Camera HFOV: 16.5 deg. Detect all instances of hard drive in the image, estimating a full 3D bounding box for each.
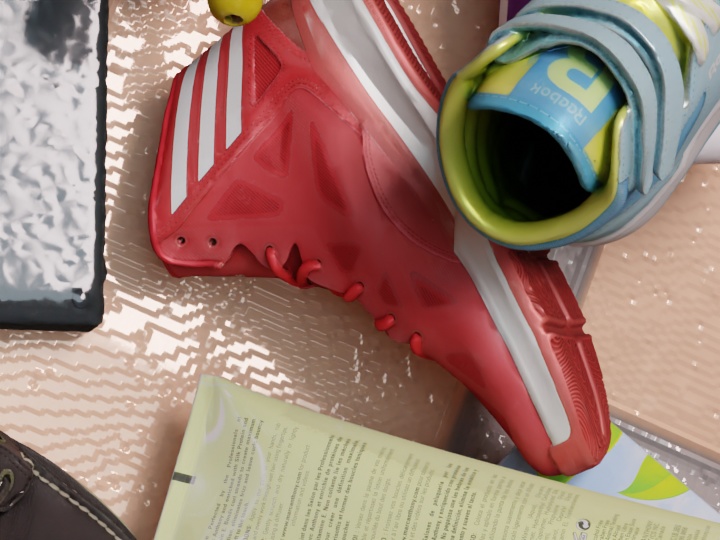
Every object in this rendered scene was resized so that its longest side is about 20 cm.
[{"bbox_3d":[-0.186,-0.052,0.850,0.198,0.033,0.141,2,82,-16],"label":"hard drive"}]

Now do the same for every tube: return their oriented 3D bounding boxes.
[{"bbox_3d":[0.029,0.090,0.829,0.198,0.058,0.052,11,122,13],"label":"tube"}]

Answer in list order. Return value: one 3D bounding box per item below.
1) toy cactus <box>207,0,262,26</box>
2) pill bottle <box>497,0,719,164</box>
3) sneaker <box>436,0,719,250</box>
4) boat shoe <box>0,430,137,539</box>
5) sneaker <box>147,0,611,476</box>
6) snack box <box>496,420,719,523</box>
[{"bbox_3d":[-0.042,-0.186,0.843,0.200,0.102,0.166,-42,108,-26],"label":"toy cactus"},{"bbox_3d":[0.108,-0.143,0.881,0.112,0.112,0.202,0,103,-16],"label":"pill bottle"},{"bbox_3d":[0.095,-0.085,0.766,0.079,0.130,0.201,32,109,13],"label":"sneaker"},{"bbox_3d":[-0.151,0.075,0.815,0.199,0.065,0.074,29,81,-22],"label":"boat shoe"},{"bbox_3d":[0.000,0.000,0.869,0.115,0.078,0.201,-31,75,13],"label":"sneaker"},{"bbox_3d":[0.090,0.170,0.851,0.200,0.068,0.169,39,72,16],"label":"snack box"}]
